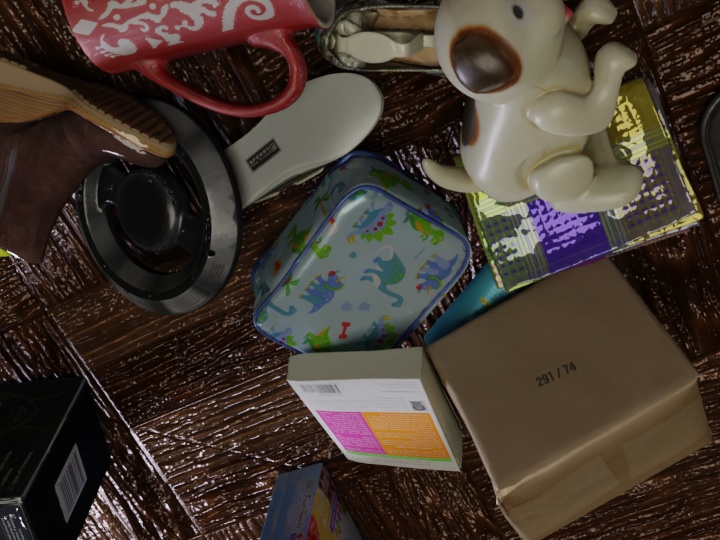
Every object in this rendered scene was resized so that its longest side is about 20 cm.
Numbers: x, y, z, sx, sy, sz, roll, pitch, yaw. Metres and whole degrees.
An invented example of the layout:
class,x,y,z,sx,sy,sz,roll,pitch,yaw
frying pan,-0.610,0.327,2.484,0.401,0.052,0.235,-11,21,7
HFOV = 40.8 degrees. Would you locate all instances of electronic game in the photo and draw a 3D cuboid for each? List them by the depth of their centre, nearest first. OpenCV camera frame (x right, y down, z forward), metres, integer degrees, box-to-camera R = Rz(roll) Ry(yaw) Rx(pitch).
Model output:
class,x,y,z,sx,sy,sz,roll,pitch,yaw
electronic game,-0.191,-0.058,0.901,0.196,0.041,0.205,9,107,28

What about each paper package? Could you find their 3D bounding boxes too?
class,x,y,z,sx,sy,sz,roll,pitch,yaw
paper package,0.185,0.109,0.881,0.197,0.192,0.104,-30,133,3

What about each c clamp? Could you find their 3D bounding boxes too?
class,x,y,z,sx,sy,sz,roll,pitch,yaw
c clamp,0.404,-0.100,0.878,0.168,0.027,0.202,-24,115,22

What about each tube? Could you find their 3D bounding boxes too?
class,x,y,z,sx,sy,sz,roll,pitch,yaw
tube,0.143,0.013,0.947,0.077,0.051,0.201,31,112,-25

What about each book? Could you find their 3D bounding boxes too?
class,x,y,z,sx,sy,sz,roll,pitch,yaw
book,0.020,0.142,0.967,0.131,0.049,0.201,-3,147,16

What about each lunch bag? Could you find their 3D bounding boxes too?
class,x,y,z,sx,sy,sz,roll,pitch,yaw
lunch bag,0.000,0.000,0.917,0.159,0.083,0.201,26,118,-25

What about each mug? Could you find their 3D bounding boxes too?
class,x,y,z,sx,sy,sz,roll,pitch,yaw
mug,-0.132,-0.220,0.781,0.196,0.181,0.134,-11,157,15

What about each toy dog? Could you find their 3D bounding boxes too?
class,x,y,z,sx,sy,sz,roll,pitch,yaw
toy dog,0.125,-0.154,0.774,0.190,0.142,0.201,-8,145,21

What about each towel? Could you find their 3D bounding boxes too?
class,x,y,z,sx,sy,sz,roll,pitch,yaw
towel,0.195,-0.076,0.881,0.196,0.023,0.146,-19,95,15

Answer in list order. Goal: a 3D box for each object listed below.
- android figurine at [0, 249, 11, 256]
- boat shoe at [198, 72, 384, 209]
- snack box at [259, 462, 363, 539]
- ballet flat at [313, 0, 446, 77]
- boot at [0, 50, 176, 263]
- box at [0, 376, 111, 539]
class,x,y,z,sx,sy,sz,roll,pitch,yaw
android figurine,-0.373,-0.099,0.931,0.195,0.041,0.186,1,118,6
boat shoe,-0.060,-0.117,0.883,0.197,0.064,0.072,-27,90,23
snack box,-0.040,0.347,1.065,0.066,0.170,0.203,-16,117,16
ballet flat,0.056,-0.195,0.828,0.195,0.072,0.073,2,118,3
boot,-0.264,-0.084,0.860,0.197,0.072,0.169,24,111,11
box,-0.391,0.223,1.010,0.192,0.201,0.126,-4,119,7
